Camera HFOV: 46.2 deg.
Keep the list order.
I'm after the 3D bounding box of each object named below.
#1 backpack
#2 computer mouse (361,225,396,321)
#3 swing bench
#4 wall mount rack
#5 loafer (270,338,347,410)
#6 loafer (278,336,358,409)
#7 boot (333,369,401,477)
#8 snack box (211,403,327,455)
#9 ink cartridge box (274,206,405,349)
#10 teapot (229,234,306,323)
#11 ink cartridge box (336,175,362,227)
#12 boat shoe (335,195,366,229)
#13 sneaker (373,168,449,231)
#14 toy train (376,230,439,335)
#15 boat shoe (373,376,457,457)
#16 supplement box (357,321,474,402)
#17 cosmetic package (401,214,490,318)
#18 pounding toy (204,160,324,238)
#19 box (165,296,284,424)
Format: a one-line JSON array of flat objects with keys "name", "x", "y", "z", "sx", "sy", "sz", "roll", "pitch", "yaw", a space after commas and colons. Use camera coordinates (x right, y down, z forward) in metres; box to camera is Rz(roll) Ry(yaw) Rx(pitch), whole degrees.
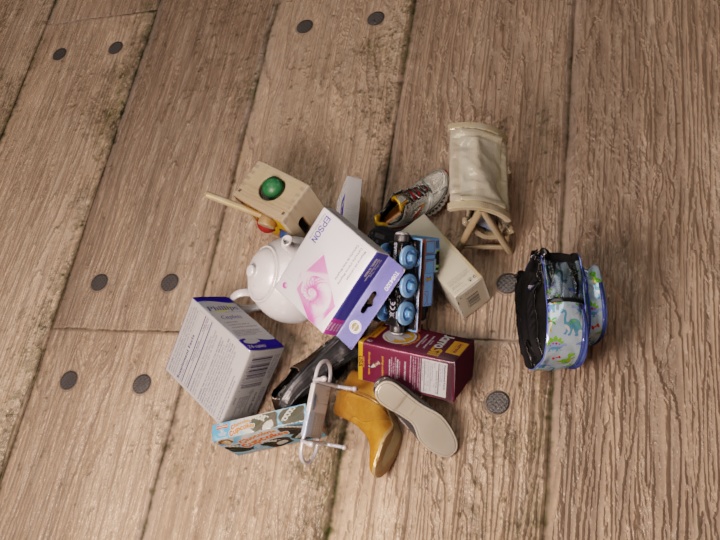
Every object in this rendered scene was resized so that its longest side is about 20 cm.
[{"name": "backpack", "x": 0.368, "y": 0.081, "z": 1.546, "sx": 0.146, "sy": 0.183, "sz": 0.201, "roll": 2, "pitch": 72, "yaw": -2}, {"name": "computer mouse", "x": 0.000, "y": 0.000, "z": 1.699, "sx": 0.140, "sy": 0.046, "sz": 0.201, "roll": 13, "pitch": 71, "yaw": -7}, {"name": "swing bench", "x": 0.243, "y": -0.163, "z": 1.698, "sx": 0.129, "sy": 0.200, "sz": 0.200, "roll": -1, "pitch": 63, "yaw": 9}, {"name": "wall mount rack", "x": -0.069, "y": 0.262, "z": 1.555, "sx": 0.074, "sy": 0.174, "sz": 0.201, "roll": 5, "pitch": 79, "yaw": 26}, {"name": "loafer", "x": -0.103, "y": 0.213, "z": 1.712, "sx": 0.200, "sy": 0.071, "sz": 0.073, "roll": -46, "pitch": 58, "yaw": -7}, {"name": "loafer", "x": -0.078, "y": 0.204, "z": 1.656, "sx": 0.070, "sy": 0.068, "sz": 0.201, "roll": 44, "pitch": 69, "yaw": 4}, {"name": "boot", "x": 0.009, "y": 0.294, "z": 1.638, "sx": 0.144, "sy": 0.071, "sz": 0.202, "roll": 5, "pitch": 62, "yaw": 29}, {"name": "snack box", "x": -0.177, "y": 0.315, "z": 1.659, "sx": 0.199, "sy": 0.116, "sz": 0.037, "roll": -15, "pitch": 60, "yaw": 13}, {"name": "ink cartridge box", "x": -0.044, "y": 0.015, "z": 1.603, "sx": 0.200, "sy": 0.043, "sz": 0.197, "roll": 40, "pitch": 108, "yaw": 24}, {"name": "teapot", "x": -0.174, "y": 0.016, "z": 1.764, "sx": 0.197, "sy": 0.146, "sz": 0.201, "roll": 22, "pitch": 99, "yaw": 55}, {"name": "ink cartridge box", "x": -0.031, "y": -0.090, "z": 1.766, "sx": 0.039, "sy": 0.100, "sz": 0.201, "roll": 13, "pitch": 57, "yaw": -9}, {"name": "boat shoe", "x": -0.049, "y": -0.092, "z": 1.859, "sx": 0.071, "sy": 0.065, "sz": 0.200, "roll": 17, "pitch": 70, "yaw": 27}, {"name": "sneaker", "x": 0.112, "y": -0.143, "z": 1.805, "sx": 0.200, "sy": 0.082, "sz": 0.078, "roll": -44, "pitch": 58, "yaw": 2}, {"name": "toy train", "x": 0.093, "y": 0.023, "z": 1.625, "sx": 0.087, "sy": 0.114, "sz": 0.201, "roll": 9, "pitch": 100, "yaw": 45}, {"name": "boat shoe", "x": 0.105, "y": 0.267, "z": 1.577, "sx": 0.200, "sy": 0.057, "sz": 0.067, "roll": 43, "pitch": 97, "yaw": -10}, {"name": "supplement box", "x": 0.107, "y": 0.171, "z": 1.620, "sx": 0.199, "sy": 0.086, "sz": 0.110, "roll": 10, "pitch": 23, "yaw": 25}, {"name": "cosmetic package", "x": 0.169, "y": -0.009, "z": 1.711, "sx": 0.073, "sy": 0.104, "sz": 0.200, "roll": -36, "pitch": 58, "yaw": -3}, {"name": "pounding toy", "x": -0.199, "y": -0.138, "z": 1.859, "sx": 0.184, "sy": 0.200, "sz": 0.142, "roll": 28, "pitch": 76, "yaw": 30}, {"name": "box", "x": -0.280, "y": 0.180, "z": 1.730, "sx": 0.200, "sy": 0.105, "sz": 0.184, "roll": 37, "pitch": 113, "yaw": 31}]
